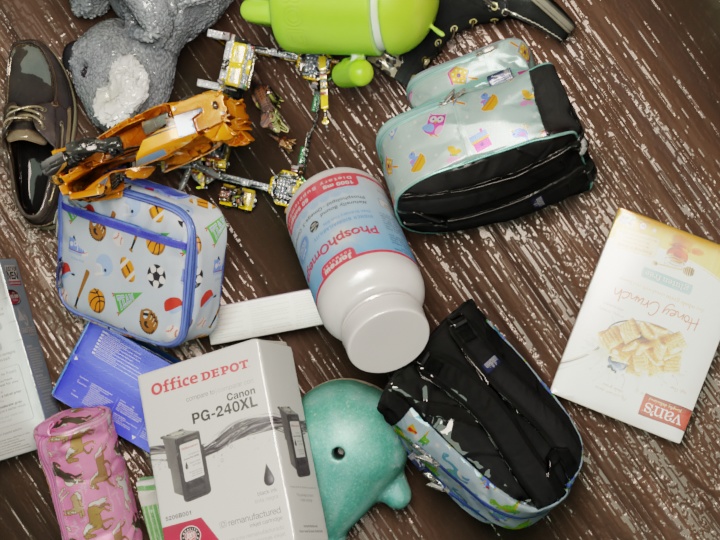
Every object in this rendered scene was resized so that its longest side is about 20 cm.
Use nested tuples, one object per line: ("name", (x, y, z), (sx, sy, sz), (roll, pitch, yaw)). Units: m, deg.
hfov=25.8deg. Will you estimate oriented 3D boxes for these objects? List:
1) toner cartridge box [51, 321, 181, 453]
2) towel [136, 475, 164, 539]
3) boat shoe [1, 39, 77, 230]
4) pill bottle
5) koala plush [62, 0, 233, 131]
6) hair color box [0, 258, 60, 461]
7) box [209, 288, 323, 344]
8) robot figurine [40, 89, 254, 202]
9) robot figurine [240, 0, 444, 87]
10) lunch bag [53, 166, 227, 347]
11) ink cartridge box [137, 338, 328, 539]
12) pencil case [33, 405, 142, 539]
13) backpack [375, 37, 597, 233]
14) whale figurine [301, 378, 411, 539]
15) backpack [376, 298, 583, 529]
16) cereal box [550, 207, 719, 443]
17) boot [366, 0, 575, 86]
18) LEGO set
("toner cartridge box", (-0.214, 0.136, 1.649), (0.199, 0.043, 0.096), (30, 93, 6))
("towel", (-0.144, 0.301, 1.625), (0.151, 0.023, 0.203), (-10, 99, 17))
("boat shoe", (-0.336, -0.144, 1.646), (0.073, 0.073, 0.203), (-9, 89, 7))
("pill bottle", (0.000, 0.000, 1.538), (0.108, 0.109, 0.201), (-29, 45, 6))
("koala plush", (-0.226, -0.229, 1.581), (0.181, 0.177, 0.203), (11, 82, -6))
("hair color box", (-0.389, 0.098, 1.662), (0.098, 0.061, 0.202), (-17, 89, 6))
("box", (-0.061, 0.040, 1.632), (0.197, 0.039, 0.042), (-12, 88, 7))
("robot figurine", (-0.206, -0.116, 1.504), (0.198, 0.145, 0.059), (-21, 87, 9))
("robot figurine", (-0.013, -0.267, 1.522), (0.197, 0.116, 0.178), (3, 92, 14))
("lunch bag", (-0.228, -0.019, 1.593), (0.198, 0.075, 0.162), (18, 111, 32))
("ink cartridge box", (-0.127, 0.181, 1.542), (0.144, 0.083, 0.203), (-18, 75, 21))
("pencil case", (-0.276, 0.238, 1.617), (0.082, 0.087, 0.203), (-8, 103, 9))
("backpack", (0.113, -0.123, 1.545), (0.198, 0.176, 0.155), (-25, 71, 7))
("whale figurine", (-0.026, 0.212, 1.597), (0.157, 0.104, 0.202), (19, 95, 6))
("backpack", (0.127, 0.159, 1.558), (0.199, 0.154, 0.163), (35, 52, 12))
("cereal box", (0.291, 0.055, 1.589), (0.142, 0.040, 0.202), (20, 93, 6))
("boot", (0.100, -0.247, 1.599), (0.202, 0.074, 0.155), (31, 103, -2))
("LEGO set", (-0.105, -0.157, 1.596), (0.152, 0.116, 0.202), (21, 93, 6))
